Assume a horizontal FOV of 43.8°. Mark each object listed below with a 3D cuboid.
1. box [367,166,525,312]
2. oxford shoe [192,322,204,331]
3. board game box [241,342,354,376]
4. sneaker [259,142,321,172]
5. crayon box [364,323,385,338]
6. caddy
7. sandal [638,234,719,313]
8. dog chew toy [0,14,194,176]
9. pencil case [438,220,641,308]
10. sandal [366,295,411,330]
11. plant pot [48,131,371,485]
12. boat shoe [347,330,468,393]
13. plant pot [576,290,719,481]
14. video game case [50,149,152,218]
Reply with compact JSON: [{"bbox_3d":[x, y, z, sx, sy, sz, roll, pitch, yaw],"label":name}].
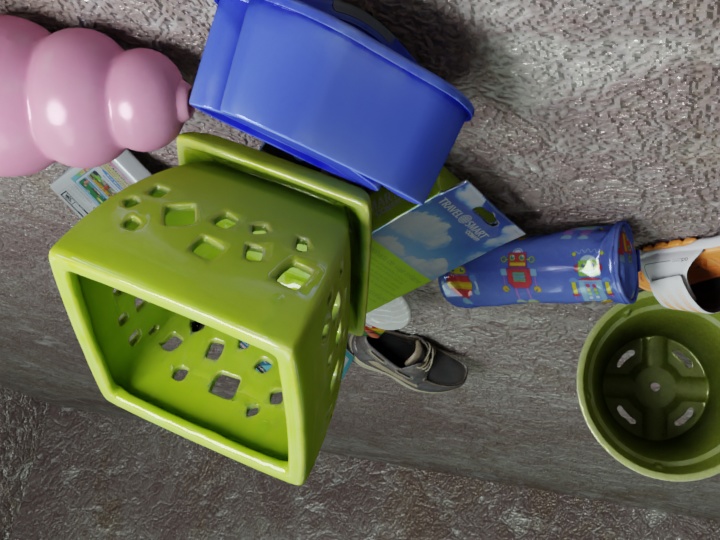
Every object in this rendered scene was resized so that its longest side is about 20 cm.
[{"bbox_3d":[0.040,-0.029,0.844,0.199,0.048,0.122,-28,145,25],"label":"box"},{"bbox_3d":[-0.270,0.067,1.370,0.072,0.085,0.200,14,163,-11],"label":"oxford shoe"},{"bbox_3d":[-0.127,0.108,1.380,0.199,0.047,0.151,-9,132,49],"label":"board game box"},{"bbox_3d":[-0.086,-0.063,0.831,0.070,0.083,0.200,24,151,-10],"label":"sneaker"},{"bbox_3d":[-0.053,0.030,1.169,0.198,0.051,0.127,15,162,-6],"label":"crayon box"},{"bbox_3d":[-0.017,-0.126,0.605,0.199,0.106,0.141,22,-179,-32],"label":"caddy"},{"bbox_3d":[0.325,0.006,0.831,0.079,0.060,0.206,20,160,-22],"label":"sandal"},{"bbox_3d":[-0.229,-0.134,0.701,0.198,0.126,0.125,3,161,4],"label":"dog chew toy"},{"bbox_3d":[0.173,-0.004,0.872,0.199,0.079,0.087,-2,-173,37],"label":"pencil case"},{"bbox_3d":[0.006,0.000,1.046,0.082,0.050,0.203,-2,143,33],"label":"sandal"},{"bbox_3d":[-0.094,0.019,0.708,0.197,0.182,0.201,20,142,14],"label":"plant pot"},{"bbox_3d":[0.078,0.138,1.364,0.198,0.075,0.073,16,162,-14],"label":"boat shoe"},{"bbox_3d":[0.347,0.132,1.024,0.198,0.202,0.184,8,172,14],"label":"plant pot"},{"bbox_3d":[-0.238,-0.047,0.988,0.200,0.024,0.181,48,148,-19],"label":"video game case"}]
